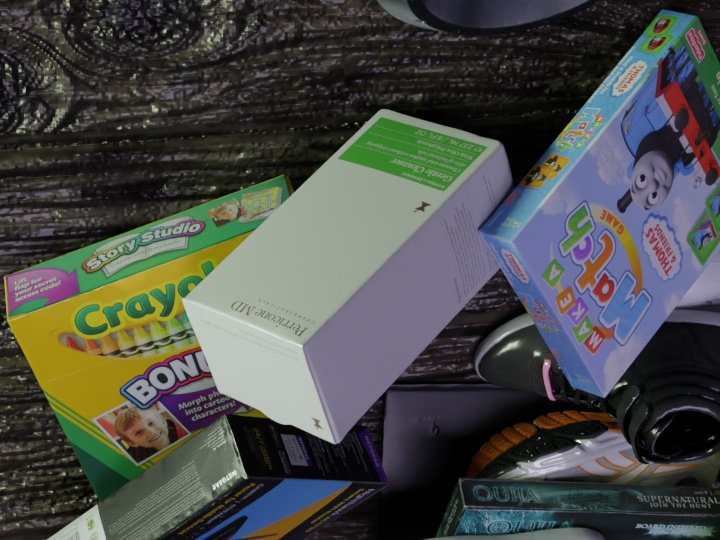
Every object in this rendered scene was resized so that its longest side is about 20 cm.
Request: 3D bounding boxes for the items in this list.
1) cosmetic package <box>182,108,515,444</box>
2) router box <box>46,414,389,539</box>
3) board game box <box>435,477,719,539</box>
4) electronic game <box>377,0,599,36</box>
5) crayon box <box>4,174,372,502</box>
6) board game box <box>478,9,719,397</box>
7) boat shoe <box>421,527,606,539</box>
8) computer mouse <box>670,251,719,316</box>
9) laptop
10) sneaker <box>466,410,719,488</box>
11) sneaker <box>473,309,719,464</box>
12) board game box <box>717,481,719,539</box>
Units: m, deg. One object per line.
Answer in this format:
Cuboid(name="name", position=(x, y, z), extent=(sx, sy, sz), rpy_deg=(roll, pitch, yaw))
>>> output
Cuboid(name="cosmetic package", position=(0.000, 0.000, 1.213), extent=(0.200, 0.107, 0.085), rpy_deg=(-45, 136, -31))
Cuboid(name="router box", position=(-0.101, 0.167, 1.344), extent=(0.199, 0.051, 0.148), rpy_deg=(-36, 153, 31))
Cuboid(name="board game box", position=(0.149, 0.201, 1.407), extent=(0.198, 0.028, 0.136), rpy_deg=(4, 135, -14))
Cuboid(name="electronic game", position=(0.099, -0.198, 1.152), extent=(0.198, 0.042, 0.200), rpy_deg=(-14, 158, -6))
Cuboid(name="crayon box", position=(-0.112, 0.049, 1.312), extent=(0.198, 0.058, 0.174), rpy_deg=(-20, 127, 1))
Cuboid(name="board game box", position=(0.175, -0.042, 1.269), extent=(0.200, 0.036, 0.152), rpy_deg=(-49, 129, -18))
Cuboid(name="boat shoe", position=(0.078, 0.228, 1.350), extent=(0.198, 0.070, 0.071), rpy_deg=(-5, 137, -5))
Cuboid(name="computer mouse", position=(0.259, 0.016, 1.389), extent=(0.198, 0.044, 0.110), rpy_deg=(7, 124, -19))
Cuboid(name="laptop", position=(0.091, 0.177, 1.486), extent=(0.185, 0.117, 0.200), rpy_deg=(1, 154, -14))
Cuboid(name="sneaker", position=(0.174, 0.146, 1.412), extent=(0.198, 0.076, 0.093), rpy_deg=(-16, 106, -10))
Cuboid(name="sneaker", position=(0.170, 0.081, 1.352), extent=(0.198, 0.100, 0.071), rpy_deg=(-2, 134, 15))
Cuboid(name="board game box", position=(0.285, 0.163, 1.410), extent=(0.034, 0.200, 0.127), rpy_deg=(22, 121, 4))
